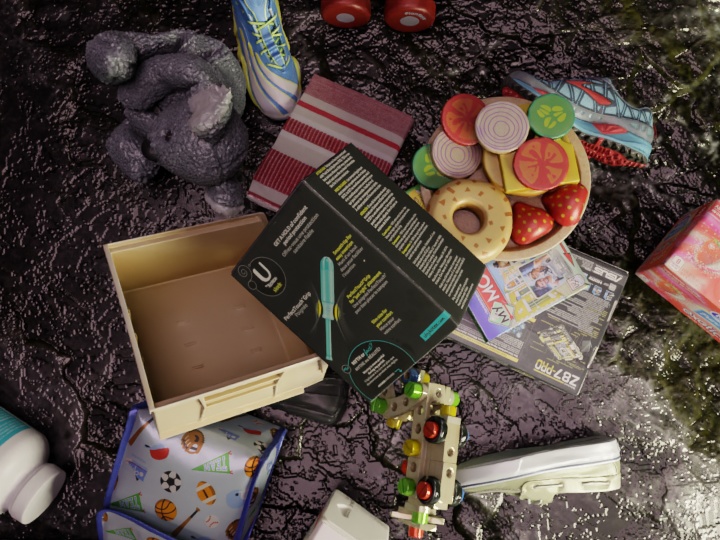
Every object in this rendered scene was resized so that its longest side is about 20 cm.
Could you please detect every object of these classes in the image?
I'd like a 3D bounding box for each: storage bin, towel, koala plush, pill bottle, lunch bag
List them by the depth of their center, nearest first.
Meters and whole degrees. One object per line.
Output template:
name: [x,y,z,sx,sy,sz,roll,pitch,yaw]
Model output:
storage bin: [-0.158,0.054,0.745,0.198,0.094,0.201,-15,61,-22]
koala plush: [-0.190,-0.169,0.764,0.183,0.178,0.200,-19,47,-23]
lunch bag: [-0.200,0.261,0.770,0.169,0.124,0.201,21,99,6]
pill bottle: [-0.454,0.216,0.791,0.199,0.111,0.111,30,86,7]
towel: [-0.035,-0.139,0.819,0.144,0.023,0.201,24,67,3]

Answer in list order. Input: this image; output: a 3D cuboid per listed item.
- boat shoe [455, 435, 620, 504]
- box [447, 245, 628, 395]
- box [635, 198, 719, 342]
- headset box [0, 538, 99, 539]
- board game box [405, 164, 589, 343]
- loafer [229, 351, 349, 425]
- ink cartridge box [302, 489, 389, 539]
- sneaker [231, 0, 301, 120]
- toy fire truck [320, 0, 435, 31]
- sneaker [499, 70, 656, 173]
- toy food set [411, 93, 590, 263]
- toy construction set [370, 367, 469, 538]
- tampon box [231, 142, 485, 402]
boat shoe: [0.207,0.238,0.770,0.199,0.072,0.062,-9,81,-1]
box: [0.197,0.036,0.804,0.199,0.049,0.162,24,83,6]
box: [0.441,0.024,0.768,0.200,0.095,0.103,41,87,7]
headset box: [-0.377,0.361,0.751,0.199,0.149,0.078,-2,84,4]
board game box: [0.156,-0.036,0.779,0.134,0.029,0.201,-29,80,-2]
loafer: [-0.111,0.130,0.805,0.200,0.068,0.071,16,77,0]
ink cartridge box: [-0.054,0.362,0.733,0.084,0.146,0.200,32,87,6]
sneaker: [-0.128,-0.292,0.831,0.075,0.105,0.201,-18,82,1]
toy fire truck: [0.019,-0.379,0.801,0.199,0.168,0.113,4,84,4]
sneaker: [0.268,-0.199,0.824,0.199,0.079,0.096,28,73,-1]
toy food set: [0.159,-0.109,0.752,0.199,0.049,0.199,-9,80,3]
toy construction set: [0.064,0.208,0.760,0.092,0.131,0.201,1,82,-38]
tampon box: [0.000,0.000,0.696,0.200,0.126,0.150,43,124,-2]
